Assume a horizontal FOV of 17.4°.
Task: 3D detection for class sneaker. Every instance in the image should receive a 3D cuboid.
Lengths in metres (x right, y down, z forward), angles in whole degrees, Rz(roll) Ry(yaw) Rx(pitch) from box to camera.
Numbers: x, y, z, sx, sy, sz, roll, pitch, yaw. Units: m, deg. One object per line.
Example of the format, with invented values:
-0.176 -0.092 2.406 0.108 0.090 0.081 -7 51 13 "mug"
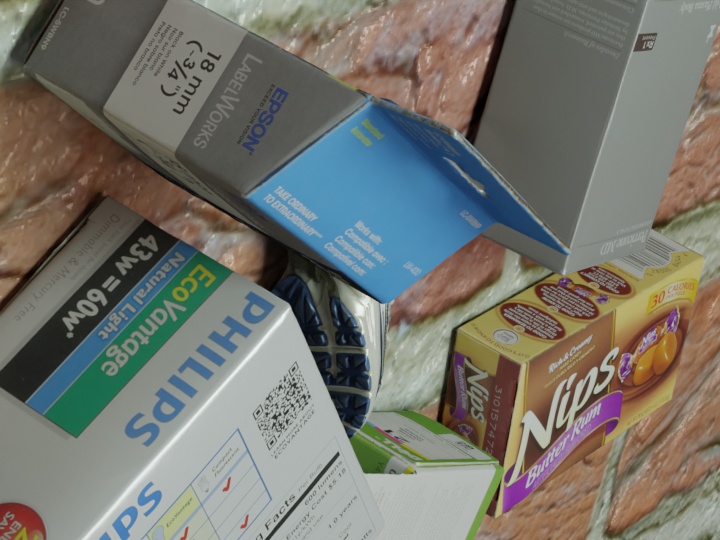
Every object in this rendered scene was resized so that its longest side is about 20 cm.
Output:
0.000 0.000 1.220 0.085 0.077 0.201 -35 141 -43 "sneaker"

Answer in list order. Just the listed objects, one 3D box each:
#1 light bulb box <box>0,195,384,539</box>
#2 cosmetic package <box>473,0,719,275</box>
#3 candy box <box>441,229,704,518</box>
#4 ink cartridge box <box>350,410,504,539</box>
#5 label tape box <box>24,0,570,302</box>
-0.111 0.112 1.094 0.198 0.124 0.200 -48 146 -20 "light bulb box"
0.133 -0.107 1.318 0.107 0.090 0.201 -17 125 -53 "cosmetic package"
0.132 0.060 1.483 0.200 0.056 0.117 -28 136 -45 "candy box"
-0.022 0.158 1.315 0.200 0.076 0.149 6 110 -56 "ink cartridge box"
-0.027 -0.047 1.000 0.064 0.199 0.144 -58 149 -4 "label tape box"
